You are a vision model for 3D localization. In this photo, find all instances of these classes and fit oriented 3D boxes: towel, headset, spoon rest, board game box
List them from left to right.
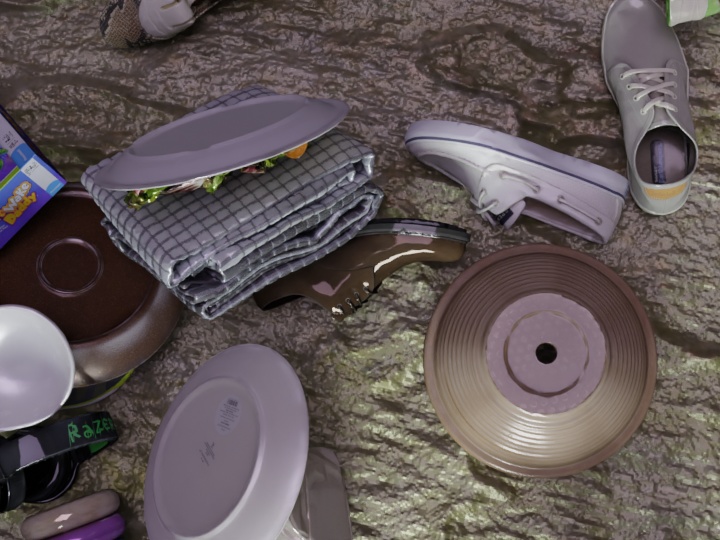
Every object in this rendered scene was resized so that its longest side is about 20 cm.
[{"bbox_3d":[-0.357,-0.090,0.991,0.135,0.045,0.200,-46,53,-3],"label":"board game box"},{"bbox_3d":[-0.318,0.099,0.911,0.199,0.061,0.100,-28,102,13],"label":"spoon rest"},{"bbox_3d":[-0.299,0.157,0.959,0.199,0.123,0.095,-29,79,20],"label":"headset"},{"bbox_3d":[-0.105,-0.057,0.941,0.199,0.086,0.165,-33,48,-22],"label":"towel"}]

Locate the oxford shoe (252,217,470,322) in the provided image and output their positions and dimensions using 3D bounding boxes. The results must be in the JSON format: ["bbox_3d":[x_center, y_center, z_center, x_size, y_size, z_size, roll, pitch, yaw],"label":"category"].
[{"bbox_3d":[0.000,0.000,0.984,0.198,0.073,0.085,-9,83,15],"label":"oxford shoe"}]

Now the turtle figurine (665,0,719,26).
[{"bbox_3d":[0.352,-0.275,0.951,0.192,0.200,0.145,-3,65,13],"label":"turtle figurine"}]

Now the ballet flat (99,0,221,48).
[{"bbox_3d":[-0.145,-0.260,1.026,0.199,0.068,0.075,-36,43,-4],"label":"ballet flat"}]

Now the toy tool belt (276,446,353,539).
[{"bbox_3d":[-0.066,0.251,0.938,0.122,0.125,0.202,-18,75,33],"label":"toy tool belt"}]

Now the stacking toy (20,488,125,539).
[{"bbox_3d":[-0.215,0.290,0.951,0.085,0.085,0.201,-19,84,1],"label":"stacking toy"}]

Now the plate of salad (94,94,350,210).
[{"bbox_3d":[-0.102,-0.089,0.861,0.198,0.200,0.048,-14,110,2],"label":"plate of salad"}]

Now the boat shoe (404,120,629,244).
[{"bbox_3d":[0.129,-0.072,0.985,0.199,0.071,0.070,18,80,0],"label":"boat shoe"}]

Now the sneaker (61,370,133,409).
[{"bbox_3d":[-0.286,0.092,0.983,0.199,0.081,0.074,-21,81,1],"label":"sneaker"}]

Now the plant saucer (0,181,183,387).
[{"bbox_3d":[-0.249,0.002,0.981,0.198,0.032,0.202,5,60,-9],"label":"plant saucer"}]

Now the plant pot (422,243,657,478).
[{"bbox_3d":[0.151,0.071,0.948,0.199,0.093,0.203,-1,81,3],"label":"plant pot"}]

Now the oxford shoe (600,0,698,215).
[{"bbox_3d":[0.254,-0.150,0.992,0.075,0.058,0.202,-6,79,6],"label":"oxford shoe"}]

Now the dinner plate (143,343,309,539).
[{"bbox_3d":[-0.119,0.154,0.928,0.199,0.024,0.202,-22,55,35],"label":"dinner plate"}]
